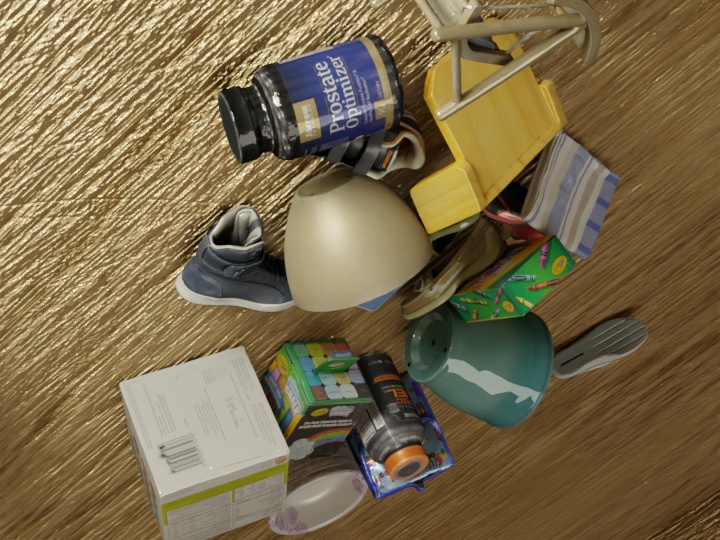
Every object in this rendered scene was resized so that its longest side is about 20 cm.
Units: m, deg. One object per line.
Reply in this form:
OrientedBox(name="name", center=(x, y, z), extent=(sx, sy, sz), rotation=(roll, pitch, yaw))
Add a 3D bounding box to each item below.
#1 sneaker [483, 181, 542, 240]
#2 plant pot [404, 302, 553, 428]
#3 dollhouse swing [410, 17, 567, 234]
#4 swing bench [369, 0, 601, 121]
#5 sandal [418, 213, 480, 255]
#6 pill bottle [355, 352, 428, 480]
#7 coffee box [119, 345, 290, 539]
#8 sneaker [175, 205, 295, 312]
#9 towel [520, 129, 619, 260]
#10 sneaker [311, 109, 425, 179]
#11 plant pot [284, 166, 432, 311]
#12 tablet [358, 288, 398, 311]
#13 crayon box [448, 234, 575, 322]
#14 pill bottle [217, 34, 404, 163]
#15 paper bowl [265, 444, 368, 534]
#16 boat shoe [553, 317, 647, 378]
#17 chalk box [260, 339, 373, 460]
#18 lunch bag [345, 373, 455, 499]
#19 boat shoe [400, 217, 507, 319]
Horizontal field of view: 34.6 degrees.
OrientedBox(name="sneaker", center=(0.244, -0.076, 1.746), extent=(0.198, 0.074, 0.087), rotation=(5, 136, -40))
OrientedBox(name="plant pot", center=(0.182, 0.139, 1.897), extent=(0.186, 0.202, 0.200), rotation=(20, 127, -31))
OrientedBox(name="dollhouse swing", center=(0.134, -0.189, 1.478), extent=(0.200, 0.176, 0.181), rotation=(-44, -169, -29))
OrientedBox(name="swing bench", center=(0.130, -0.301, 1.241), extent=(0.198, 0.200, 0.130), rotation=(-22, 147, -8))
OrientedBox(name="sandal", center=(0.107, -0.049, 1.615), extent=(0.080, 0.058, 0.200), rotation=(-42, -167, -21))
OrientedBox(name="pill bottle", center=(0.043, 0.246, 1.919), extent=(0.105, 0.201, 0.107), rotation=(-19, 147, -13))
OrientedBox(name="coffee box", center=(-0.235, 0.271, 1.755), extent=(0.198, 0.201, 0.199), rotation=(-17, 147, -17))
OrientedBox(name="sneaker", center=(-0.131, -0.016, 1.553), extent=(0.200, 0.078, 0.147), rotation=(0, 141, -34))
OrientedBox(name="towel", center=(0.314, -0.111, 1.717), extent=(0.199, 0.024, 0.149), rotation=(27, 84, -47))
OrientedBox(name="sneaker", center=(-0.002, -0.165, 1.445), extent=(0.198, 0.080, 0.079), rotation=(-2, 141, -31))
OrientedBox(name="plant pot", center=(-0.019, -0.056, 1.507), extent=(0.198, 0.200, 0.136), rotation=(-23, 111, -6))
OrientedBox(name="tablet", center=(0.000, 0.000, 1.728), extent=(0.130, 0.014, 0.199), rotation=(-43, 143, 22))
OrientedBox(name="crayon box", center=(0.223, 0.015, 1.741), extent=(0.119, 0.058, 0.200), rotation=(-42, -171, -19))
OrientedBox(name="pill bottle", center=(-0.058, -0.193, 1.334), extent=(0.198, 0.113, 0.112), rotation=(-19, 146, -13))
OrientedBox(name="paper bowl", center=(-0.092, 0.382, 2.096), extent=(0.198, 0.105, 0.202), rotation=(-18, 145, -13))
OrientedBox(name="boat shoe", center=(0.453, 0.148, 2.218), extent=(0.198, 0.074, 0.067), rotation=(-21, 166, 3))
OrientedBox(name="chalk box", center=(-0.072, 0.192, 1.838), extent=(0.124, 0.125, 0.201), rotation=(1, 136, -35))
OrientedBox(name="lunch bag", center=(0.063, 0.300, 2.007), extent=(0.149, 0.201, 0.095), rotation=(-19, 147, -13))
OrientedBox(name="boat shoe", center=(0.133, -0.001, 1.787), extent=(0.200, 0.063, 0.073), rotation=(-38, -170, 22))
